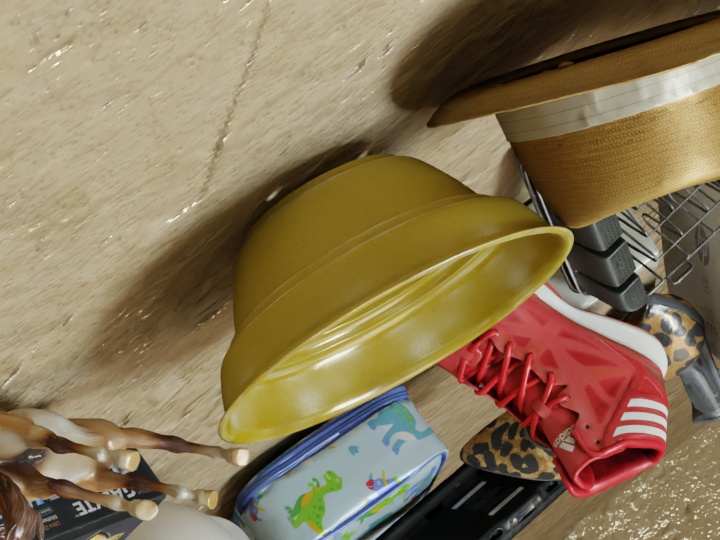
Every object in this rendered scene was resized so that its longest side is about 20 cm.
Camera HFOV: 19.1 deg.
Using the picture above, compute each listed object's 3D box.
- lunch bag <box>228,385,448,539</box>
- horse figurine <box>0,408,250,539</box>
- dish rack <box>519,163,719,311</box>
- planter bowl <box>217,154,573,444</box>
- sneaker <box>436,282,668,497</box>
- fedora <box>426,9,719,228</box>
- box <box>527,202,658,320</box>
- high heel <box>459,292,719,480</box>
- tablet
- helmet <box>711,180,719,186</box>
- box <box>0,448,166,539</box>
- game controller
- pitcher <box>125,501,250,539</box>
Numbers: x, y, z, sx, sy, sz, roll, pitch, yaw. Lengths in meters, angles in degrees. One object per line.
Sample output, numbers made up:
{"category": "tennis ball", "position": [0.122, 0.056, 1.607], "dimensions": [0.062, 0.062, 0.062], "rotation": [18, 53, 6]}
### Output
{"category": "lunch bag", "position": [-0.019, 0.170, 1.569], "dimensions": [0.160, 0.083, 0.200], "rotation": [-32, 165, -19]}
{"category": "horse figurine", "position": [-0.142, 0.093, 1.017], "dimensions": [0.200, 0.132, 0.050], "rotation": [5, 92, -70]}
{"category": "dish rack", "position": [0.199, -0.077, 1.306], "dimensions": [0.200, 0.055, 0.154], "rotation": [-42, 141, -11]}
{"category": "planter bowl", "position": [0.000, 0.000, 1.064], "dimensions": [0.200, 0.084, 0.200], "rotation": [-27, 166, -7]}
{"category": "sneaker", "position": [0.105, 0.067, 1.311], "dimensions": [0.199, 0.116, 0.079], "rotation": [14, 128, -14]}
{"category": "fedora", "position": [0.129, -0.071, 1.045], "dimensions": [0.200, 0.082, 0.201], "rotation": [-17, -174, 2]}
{"category": "box", "position": [0.145, 0.006, 1.468], "dimensions": [0.095, 0.078, 0.200], "rotation": [-36, 166, -1]}
{"category": "high heel", "position": [0.145, 0.075, 1.470], "dimensions": [0.199, 0.072, 0.143], "rotation": [-17, 140, 14]}
{"category": "tablet", "position": [0.239, 0.002, 1.451], "dimensions": [0.014, 0.131, 0.200], "rotation": [-11, -164, -9]}
{"category": "helmet", "position": [0.327, -0.069, 1.465], "dimensions": [0.199, 0.191, 0.201], "rotation": [-15, 120, -28]}
{"category": "box", "position": [-0.229, 0.185, 1.172], "dimensions": [0.200, 0.050, 0.199], "rotation": [-17, 154, -54]}
{"category": "game controller", "position": [0.088, 0.171, 1.544], "dimensions": [0.200, 0.042, 0.104], "rotation": [-38, -151, -28]}
{"category": "pitcher", "position": [-0.148, 0.216, 1.358], "dimensions": [0.171, 0.122, 0.200], "rotation": [-22, 176, -1]}
